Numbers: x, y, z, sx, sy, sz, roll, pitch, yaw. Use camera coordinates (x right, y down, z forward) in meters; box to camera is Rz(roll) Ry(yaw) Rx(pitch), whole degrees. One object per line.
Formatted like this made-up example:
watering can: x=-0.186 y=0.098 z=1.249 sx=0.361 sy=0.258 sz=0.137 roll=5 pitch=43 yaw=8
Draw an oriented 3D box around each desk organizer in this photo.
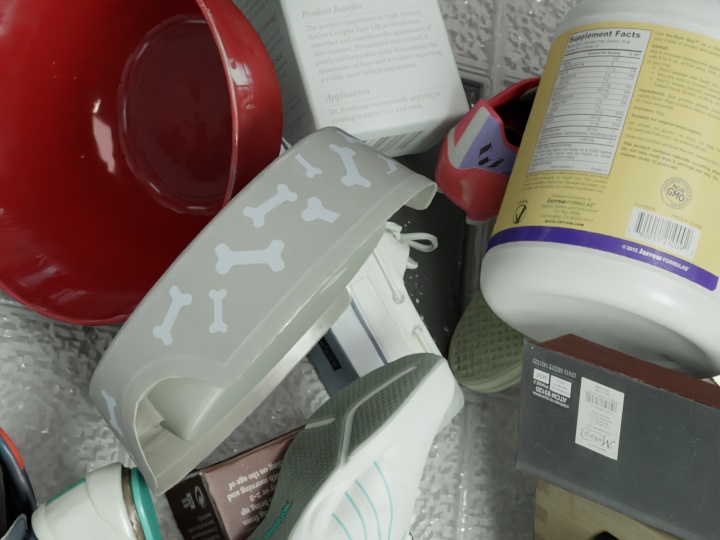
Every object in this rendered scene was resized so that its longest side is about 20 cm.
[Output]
desk organizer: x=0.176 y=0.086 z=0.826 sx=0.077 sy=0.199 sz=0.072 roll=-15 pitch=114 yaw=-42

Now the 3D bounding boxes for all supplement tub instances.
supplement tub: x=0.155 y=-0.058 z=0.895 sx=0.145 sy=0.145 sz=0.201 roll=23 pitch=75 yaw=-16

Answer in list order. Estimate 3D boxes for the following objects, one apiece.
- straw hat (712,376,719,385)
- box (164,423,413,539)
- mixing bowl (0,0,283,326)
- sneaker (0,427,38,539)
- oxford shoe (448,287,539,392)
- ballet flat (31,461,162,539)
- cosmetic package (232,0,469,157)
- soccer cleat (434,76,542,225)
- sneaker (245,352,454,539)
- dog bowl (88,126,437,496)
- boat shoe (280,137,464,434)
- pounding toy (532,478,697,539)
straw hat: x=0.297 y=-0.006 z=1.071 sx=0.200 sy=0.085 sz=0.203 roll=6 pitch=74 yaw=-22
box: x=-0.015 y=0.183 z=0.900 sx=0.100 sy=0.075 sz=0.201 roll=-20 pitch=84 yaw=-26
mixing bowl: x=-0.115 y=-0.078 z=0.879 sx=0.108 sy=0.199 sz=0.201 roll=-12 pitch=80 yaw=-58
sneaker: x=-0.184 y=0.162 z=0.826 sx=0.075 sy=0.084 sz=0.201 roll=-13 pitch=82 yaw=-25
oxford shoe: x=0.135 y=0.002 z=0.995 sx=0.200 sy=0.075 sz=0.058 roll=-44 pitch=140 yaw=-5
ballet flat: x=-0.112 y=0.188 z=0.849 sx=0.069 sy=0.069 sz=0.201 roll=-28 pitch=114 yaw=-26
cosmetic package: x=-0.018 y=-0.165 z=0.988 sx=0.101 sy=0.074 sz=0.201 roll=-11 pitch=79 yaw=-26
soccer cleat: x=0.123 y=-0.087 z=1.001 sx=0.199 sy=0.077 sz=0.067 roll=-23 pitch=60 yaw=-39
sneaker: x=-0.007 y=0.130 z=0.848 sx=0.080 sy=0.070 sz=0.201 roll=44 pitch=67 yaw=-24
dog bowl: x=-0.050 y=0.014 z=0.813 sx=0.059 sy=0.200 sz=0.200 roll=42 pitch=65 yaw=4
boat shoe: x=0.002 y=0.000 z=0.952 sx=0.086 sy=0.075 sz=0.203 roll=-30 pitch=92 yaw=-26
pounding toy: x=0.170 y=0.174 z=0.898 sx=0.199 sy=0.184 sz=0.143 roll=-9 pitch=111 yaw=-27
